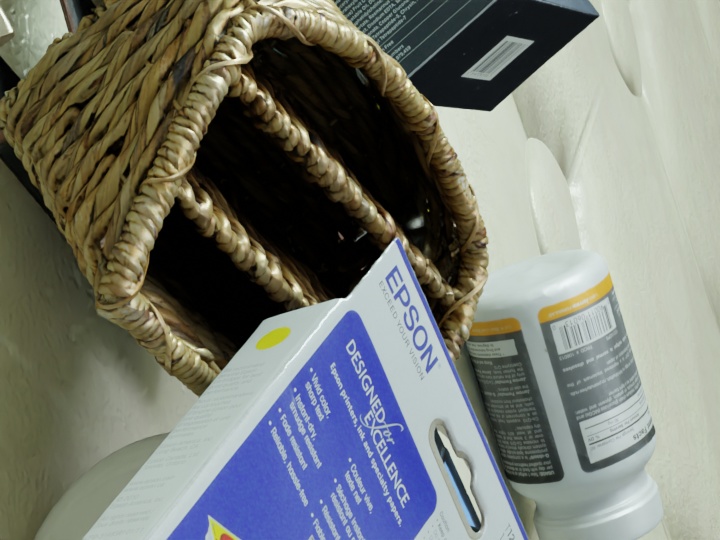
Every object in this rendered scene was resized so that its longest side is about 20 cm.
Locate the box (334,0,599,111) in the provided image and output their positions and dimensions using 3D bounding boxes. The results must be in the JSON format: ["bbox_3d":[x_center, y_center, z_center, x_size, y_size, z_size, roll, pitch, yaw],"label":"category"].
[{"bbox_3d":[0.035,-0.205,1.289,0.183,0.104,0.200,54,20,11],"label":"box"}]

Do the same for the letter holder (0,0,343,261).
[{"bbox_3d":[-0.091,-0.062,0.972,0.200,0.100,0.143,55,9,-44],"label":"letter holder"}]

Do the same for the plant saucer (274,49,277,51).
[{"bbox_3d":[-0.031,-0.098,1.065,0.201,0.027,0.200,59,4,-6],"label":"plant saucer"}]

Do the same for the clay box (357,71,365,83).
[{"bbox_3d":[0.010,-0.068,1.316,0.115,0.047,0.202,-26,100,-70],"label":"clay box"}]

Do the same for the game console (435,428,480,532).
[{"bbox_3d":[0.098,0.200,1.279,0.176,0.115,0.201,-72,143,-55],"label":"game console"}]

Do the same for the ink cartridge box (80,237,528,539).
[{"bbox_3d":[-0.008,0.124,0.769,0.200,0.047,0.199,-51,125,-49],"label":"ink cartridge box"}]

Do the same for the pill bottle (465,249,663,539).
[{"bbox_3d":[0.148,0.096,1.480,0.116,0.115,0.202,-43,118,-67],"label":"pill bottle"}]

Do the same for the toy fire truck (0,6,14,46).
[{"bbox_3d":[-0.214,-0.118,0.679,0.200,0.128,0.178,14,64,-80],"label":"toy fire truck"}]

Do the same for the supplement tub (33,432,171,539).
[{"bbox_3d":[-0.045,0.167,0.888,0.200,0.139,0.141,46,36,-53],"label":"supplement tub"}]

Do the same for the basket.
[{"bbox_3d":[-0.025,-0.022,0.830,0.200,0.143,0.149,46,4,-43],"label":"basket"}]
